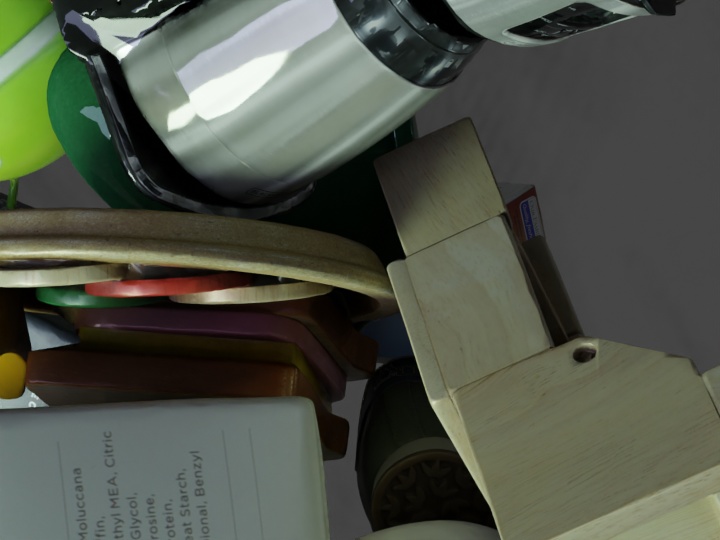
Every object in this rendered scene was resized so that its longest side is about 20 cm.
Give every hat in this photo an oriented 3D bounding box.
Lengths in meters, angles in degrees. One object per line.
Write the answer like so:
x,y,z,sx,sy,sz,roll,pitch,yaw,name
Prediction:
-0.100,-0.054,1.083,0.166,0.175,0.200,-52,59,40,hat

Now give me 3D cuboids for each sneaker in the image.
0.045,0.118,1.129,0.090,0.067,0.201,-105,-5,-53,sneaker

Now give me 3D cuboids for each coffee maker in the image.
-0.006,-0.136,0.946,0.200,0.135,0.193,-27,99,34,coffee maker

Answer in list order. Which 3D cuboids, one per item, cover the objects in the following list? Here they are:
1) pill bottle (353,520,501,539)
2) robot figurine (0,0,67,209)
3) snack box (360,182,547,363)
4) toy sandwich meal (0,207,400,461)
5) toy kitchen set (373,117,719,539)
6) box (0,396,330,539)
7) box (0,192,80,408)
0.040,0.195,0.991,0.200,0.110,0.111,-111,28,-42,pill bottle
-0.177,-0.122,1.187,0.175,0.116,0.200,-34,106,15,robot figurine
0.000,0.000,1.142,0.199,0.024,0.072,4,113,48,snack box
-0.075,0.026,1.029,0.205,0.204,0.071,-6,78,51,toy sandwich meal
0.128,0.044,0.982,0.200,0.180,0.163,-108,-8,-48,toy kitchen set
-0.097,0.159,1.010,0.199,0.130,0.201,148,118,-65,box
-0.197,0.068,1.243,0.199,0.117,0.198,23,109,12,box
